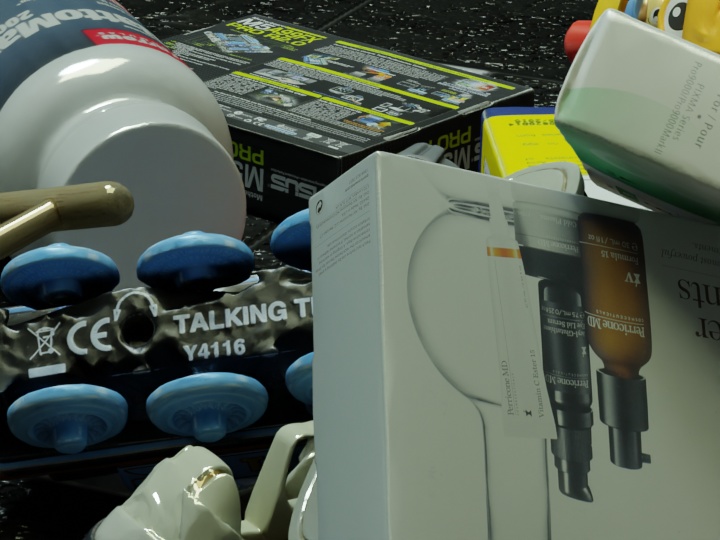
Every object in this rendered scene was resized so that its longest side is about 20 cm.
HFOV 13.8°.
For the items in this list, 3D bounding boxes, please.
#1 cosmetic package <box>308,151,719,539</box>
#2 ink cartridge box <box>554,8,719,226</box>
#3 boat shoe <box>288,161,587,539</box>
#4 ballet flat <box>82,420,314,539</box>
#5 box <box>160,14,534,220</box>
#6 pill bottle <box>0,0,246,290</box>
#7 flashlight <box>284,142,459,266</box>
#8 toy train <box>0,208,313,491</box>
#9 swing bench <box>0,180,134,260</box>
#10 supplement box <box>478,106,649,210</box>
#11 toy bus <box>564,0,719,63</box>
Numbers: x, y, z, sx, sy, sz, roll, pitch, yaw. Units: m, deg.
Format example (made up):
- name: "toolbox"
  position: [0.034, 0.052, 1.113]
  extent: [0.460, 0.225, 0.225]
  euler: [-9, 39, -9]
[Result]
- name: "cosmetic package"
  position: [0.080, 0.054, 0.991]
  extent: [0.199, 0.152, 0.052]
  euler: [11, -23, -29]
- name: "ink cartridge box"
  position: [0.170, -0.020, 1.035]
  extent: [0.199, 0.050, 0.161]
  euler: [27, -2, 11]
- name: "boat shoe"
  position: [0.041, 0.044, 1.047]
  extent: [0.075, 0.062, 0.201]
  euler: [-18, 33, 38]
- name: "ballet flat"
  position: [-0.039, 0.090, 1.065]
  extent: [0.199, 0.074, 0.073]
  euler: [-12, 24, -31]
- name: "box"
  position: [-0.035, -0.079, 1.548]
  extent: [0.199, 0.045, 0.160]
  euler: [18, 25, 36]
- name: "pill bottle"
  position: [-0.125, -0.056, 1.373]
  extent: [0.119, 0.120, 0.200]
  euler: [-6, 22, -21]
- name: "flashlight"
  position: [0.000, 0.000, 1.300]
  extent: [0.068, 0.068, 0.200]
  euler: [-15, 11, 22]
- name: "toy train"
  position: [-0.055, 0.038, 1.145]
  extent: [0.198, 0.114, 0.087]
  euler: [-9, 63, 4]
- name: "swing bench"
  position: [-0.198, -0.089, 0.976]
  extent: [0.129, 0.200, 0.200]
  euler: [-28, 20, -28]
- name: "supplement box"
  position: [0.110, 0.013, 1.223]
  extent: [0.108, 0.110, 0.200]
  euler: [0, 20, -3]
- name: "toy bus"
  position: [0.172, -0.099, 1.406]
  extent: [0.191, 0.137, 0.200]
  euler: [9, -17, 33]
